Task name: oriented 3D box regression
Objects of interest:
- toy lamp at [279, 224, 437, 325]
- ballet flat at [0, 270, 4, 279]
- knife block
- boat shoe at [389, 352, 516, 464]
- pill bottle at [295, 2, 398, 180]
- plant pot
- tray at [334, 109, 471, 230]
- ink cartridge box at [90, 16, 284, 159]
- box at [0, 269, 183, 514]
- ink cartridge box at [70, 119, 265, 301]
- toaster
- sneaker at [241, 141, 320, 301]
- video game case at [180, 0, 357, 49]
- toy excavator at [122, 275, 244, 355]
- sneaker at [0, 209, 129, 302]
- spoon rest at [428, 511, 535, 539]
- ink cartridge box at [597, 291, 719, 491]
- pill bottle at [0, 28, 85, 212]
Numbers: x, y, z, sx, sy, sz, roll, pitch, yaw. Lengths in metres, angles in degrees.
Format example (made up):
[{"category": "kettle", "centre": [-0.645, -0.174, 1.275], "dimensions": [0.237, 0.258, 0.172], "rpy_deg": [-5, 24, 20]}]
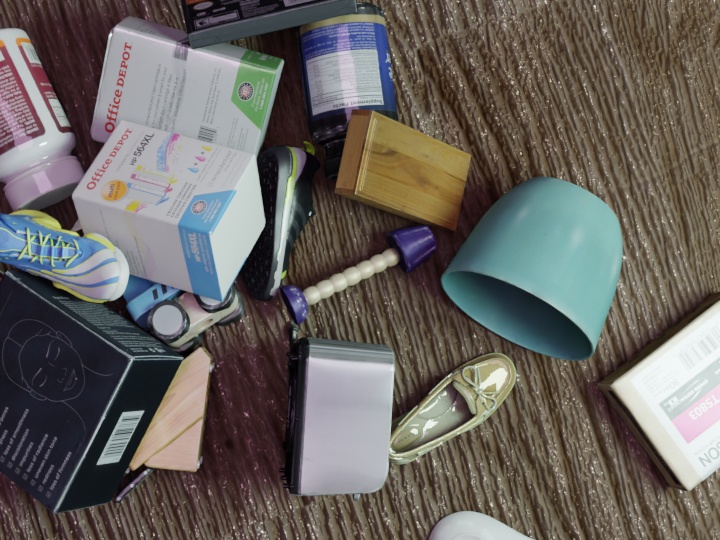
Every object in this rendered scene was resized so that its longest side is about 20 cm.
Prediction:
[{"category": "toy lamp", "centre": [0.000, 0.000, 1.597], "dimensions": [0.199, 0.058, 0.058], "rpy_deg": [-24, 88, -12]}, {"category": "ballet flat", "centre": [-0.437, 0.036, 1.573], "dimensions": [0.200, 0.064, 0.067], "rpy_deg": [38, 86, -1]}, {"category": "knife block", "centre": [-0.274, 0.183, 1.573], "dimensions": [0.175, 0.064, 0.201], "rpy_deg": [8, 87, -3]}, {"category": "boat shoe", "centre": [0.110, 0.169, 1.594], "dimensions": [0.200, 0.063, 0.073], "rpy_deg": [-30, 88, -10]}, {"category": "pill bottle", "centre": [-0.014, -0.215, 1.587], "dimensions": [0.111, 0.112, 0.201], "rpy_deg": [-7, 88, -4]}, {"category": "plant pot", "centre": [0.220, -0.012, 1.555], "dimensions": [0.200, 0.201, 0.161], "rpy_deg": [30, 73, -1]}, {"category": "tray", "centre": [0.055, -0.117, 1.557], "dimensions": [0.037, 0.200, 0.099], "rpy_deg": [8, 85, 41]}, {"category": "ink cartridge box", "centre": [-0.208, -0.207, 1.566], "dimensions": [0.199, 0.084, 0.147], "rpy_deg": [16, 111, -2]}, {"category": "box", "centre": [-0.344, 0.135, 1.481], "dimensions": [0.196, 0.124, 0.201], "rpy_deg": [31, 97, 19]}, {"category": "ink cartridge box", "centre": [-0.229, -0.073, 1.504], "dimensions": [0.199, 0.125, 0.129], "rpy_deg": [15, 54, 14]}, {"category": "toaster", "centre": [-0.031, 0.163, 1.534], "dimensions": [0.118, 0.181, 0.201], "rpy_deg": [4, 88, -6]}, {"category": "sneaker", "centre": [-0.087, -0.058, 1.594], "dimensions": [0.083, 0.072, 0.201], "rpy_deg": [0, 107, -40]}, {"category": "video game case", "centre": [-0.117, -0.337, 1.568], "dimensions": [0.199, 0.181, 0.026], "rpy_deg": [-14, 128, -4]}, {"category": "toy excavator", "centre": [-0.265, 0.009, 1.580], "dimensions": [0.194, 0.100, 0.200], "rpy_deg": [-33, 75, -4]}, {"category": "sneaker", "centre": [-0.352, -0.015, 1.449], "dimensions": [0.199, 0.105, 0.076], "rpy_deg": [20, 102, 35]}, {"category": "spoon rest", "centre": [0.181, 0.351, 1.602], "dimensions": [0.199, 0.061, 0.100], "rpy_deg": [4, 85, 10]}, {"category": "ink cartridge box", "centre": [0.424, 0.147, 1.612], "dimensions": [0.200, 0.075, 0.165], "rpy_deg": [-37, 88, -5]}, {"category": "pill bottle", "centre": [-0.412, -0.177, 1.561], "dimensions": [0.114, 0.114, 0.201], "rpy_deg": [-25, 88, -4]}]
